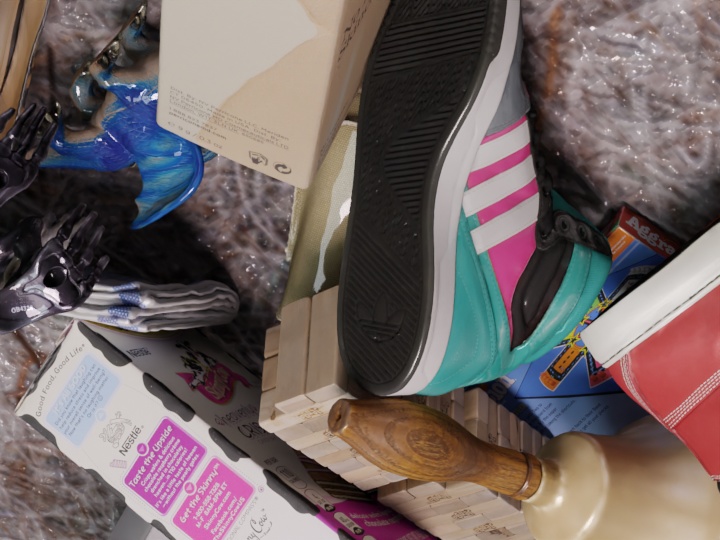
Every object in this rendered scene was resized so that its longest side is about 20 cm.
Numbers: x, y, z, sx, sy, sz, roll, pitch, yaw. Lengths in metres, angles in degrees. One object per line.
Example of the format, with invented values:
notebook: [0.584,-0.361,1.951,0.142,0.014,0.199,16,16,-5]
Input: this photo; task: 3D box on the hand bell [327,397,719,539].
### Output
hand bell: [0.068,0.090,0.853,0.199,0.105,0.104,21,141,-35]

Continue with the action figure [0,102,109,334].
action figure: [-0.178,-0.027,0.834,0.199,0.102,0.119,6,134,54]

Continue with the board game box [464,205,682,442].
board game box: [0.115,0.059,0.947,0.103,0.020,0.200,33,133,-7]

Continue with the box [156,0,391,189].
box: [-0.029,-0.129,0.764,0.077,0.096,0.200,24,154,4]

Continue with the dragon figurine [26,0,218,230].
dragon figurine: [-0.100,-0.062,0.916,0.099,0.059,0.200,42,131,-13]

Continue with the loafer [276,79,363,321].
loafer: [0.000,0.000,0.916,0.075,0.068,0.201,13,132,13]

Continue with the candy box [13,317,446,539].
candy box: [-0.058,0.102,0.946,0.199,0.136,0.061,36,99,13]

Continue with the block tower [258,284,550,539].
block tower: [0.029,0.080,0.908,0.054,0.058,0.200,-20,139,31]

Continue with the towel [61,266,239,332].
towel: [-0.171,0.000,0.962,0.198,0.147,0.024,12,93,16]

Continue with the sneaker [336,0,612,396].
sneaker: [0.064,-0.040,0.842,0.083,0.120,0.202,15,95,45]

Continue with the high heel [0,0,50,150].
high heel: [-0.155,-0.098,0.868,0.199,0.071,0.144,-16,90,48]

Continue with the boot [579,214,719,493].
boot: [0.208,0.025,0.810,0.145,0.072,0.200,50,126,5]

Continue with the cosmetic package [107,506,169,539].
cosmetic package: [-0.065,0.227,1.044,0.199,0.201,0.123,37,135,-8]
